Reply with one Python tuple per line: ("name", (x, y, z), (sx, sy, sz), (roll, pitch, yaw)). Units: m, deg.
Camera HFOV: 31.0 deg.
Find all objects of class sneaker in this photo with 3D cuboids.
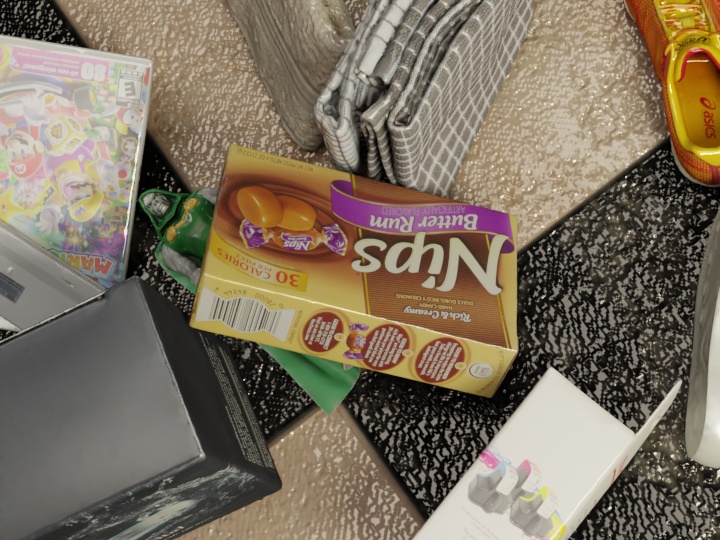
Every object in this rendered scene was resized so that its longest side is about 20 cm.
("sneaker", (0.289, 0.042, 0.813), (0.145, 0.081, 0.202), (11, 74, 4))
("sneaker", (0.225, -0.158, 0.872), (0.072, 0.077, 0.202), (-16, 72, 7))

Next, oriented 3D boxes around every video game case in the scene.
("video game case", (-0.227, -0.057, 0.903), (0.142, 0.018, 0.202), (8, 95, -4))

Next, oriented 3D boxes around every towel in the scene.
("towel", (-0.059, -0.199, 0.902), (0.034, 0.133, 0.201), (-17, 71, -19))
("towel", (0.053, -0.147, 0.853), (0.085, 0.166, 0.201), (26, 81, 9))

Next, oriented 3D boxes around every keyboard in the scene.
("keyboard", (-0.240, 0.005, 0.897), (0.199, 0.011, 0.057), (33, 98, -5))

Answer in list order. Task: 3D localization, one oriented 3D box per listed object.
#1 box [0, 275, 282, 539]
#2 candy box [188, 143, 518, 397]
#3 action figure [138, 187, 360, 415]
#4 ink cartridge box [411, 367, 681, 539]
("box", (-0.175, 0.115, 0.802), (0.195, 0.200, 0.118), (-25, 73, 3))
("candy box", (0.000, 0.000, 0.823), (0.198, 0.057, 0.117), (13, 48, -7))
("action figure", (-0.074, -0.003, 0.895), (0.199, 0.055, 0.119), (30, 81, 18))
("ink cartridge box", (0.106, 0.133, 0.794), (0.068, 0.115, 0.200), (39, 84, 16))
